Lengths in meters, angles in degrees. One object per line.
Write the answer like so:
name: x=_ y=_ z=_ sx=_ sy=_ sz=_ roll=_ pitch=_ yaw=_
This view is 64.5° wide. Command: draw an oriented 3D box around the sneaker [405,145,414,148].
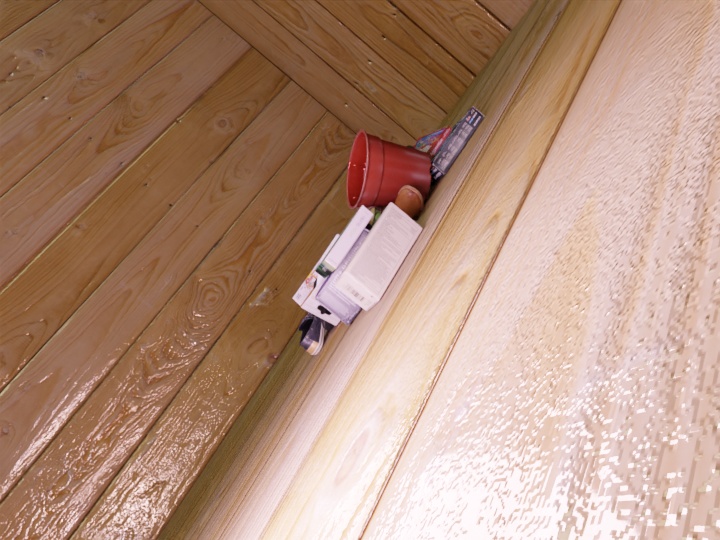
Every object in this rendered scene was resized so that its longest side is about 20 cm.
sneaker: x=0.082 y=-0.299 z=1.642 sx=0.201 sy=0.085 sz=0.074 roll=-49 pitch=17 yaw=-16

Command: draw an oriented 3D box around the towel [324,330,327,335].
towel: x=-0.075 y=0.115 z=1.708 sx=0.150 sy=0.036 sz=0.200 roll=-55 pitch=5 yaw=13

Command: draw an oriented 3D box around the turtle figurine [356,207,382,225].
turtle figurine: x=0.080 y=-0.134 z=1.681 sx=0.141 sy=0.201 sz=0.197 roll=-28 pitch=33 yaw=17

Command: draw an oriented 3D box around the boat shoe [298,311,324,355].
boat shoe: x=-0.139 y=0.153 z=1.611 sx=0.075 sy=0.061 sz=0.202 roll=-52 pitch=21 yaw=27

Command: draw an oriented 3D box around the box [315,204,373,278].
box: x=-0.040 y=-0.059 z=1.279 sx=0.146 sy=0.036 sz=0.200 roll=-56 pitch=3 yaw=-11

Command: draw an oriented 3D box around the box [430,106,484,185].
box: x=0.247 y=-0.337 z=1.576 sx=0.203 sy=0.045 sz=0.159 roll=-55 pitch=4 yaw=-9

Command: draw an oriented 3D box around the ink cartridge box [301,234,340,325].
ink cartridge box: x=-0.059 y=0.028 z=1.479 sx=0.047 sy=0.159 sz=0.202 roll=39 pitch=95 yaw=41

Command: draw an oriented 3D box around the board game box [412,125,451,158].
board game box: x=0.189 y=-0.359 z=1.670 sx=0.104 sy=0.019 sz=0.199 roll=-57 pitch=17 yaw=-9

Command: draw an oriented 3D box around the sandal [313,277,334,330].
sandal: x=-0.095 y=0.078 z=1.540 sx=0.075 sy=0.047 sz=0.204 roll=-42 pitch=-37 yaw=-30

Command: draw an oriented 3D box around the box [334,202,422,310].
box: x=0.039 y=-0.031 z=1.188 sx=0.202 sy=0.094 sz=0.078 roll=-55 pitch=4 yaw=-28

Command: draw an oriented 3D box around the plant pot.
plant pot: x=0.077 y=-0.254 z=1.525 sx=0.200 sy=0.188 sz=0.209 roll=-174 pitch=90 yaw=-74

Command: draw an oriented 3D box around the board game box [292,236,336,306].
board game box: x=-0.088 y=0.014 z=1.551 sx=0.202 sy=0.034 sz=0.134 roll=-54 pitch=-22 yaw=4

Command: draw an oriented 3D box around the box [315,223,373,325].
box: x=-0.005 y=0.004 z=1.335 sx=0.202 sy=0.103 sz=0.148 roll=-54 pitch=4 yaw=8

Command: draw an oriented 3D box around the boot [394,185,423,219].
boot: x=0.085 y=-0.106 z=1.435 sx=0.156 sy=0.072 sz=0.202 roll=-55 pitch=-8 yaw=-30
